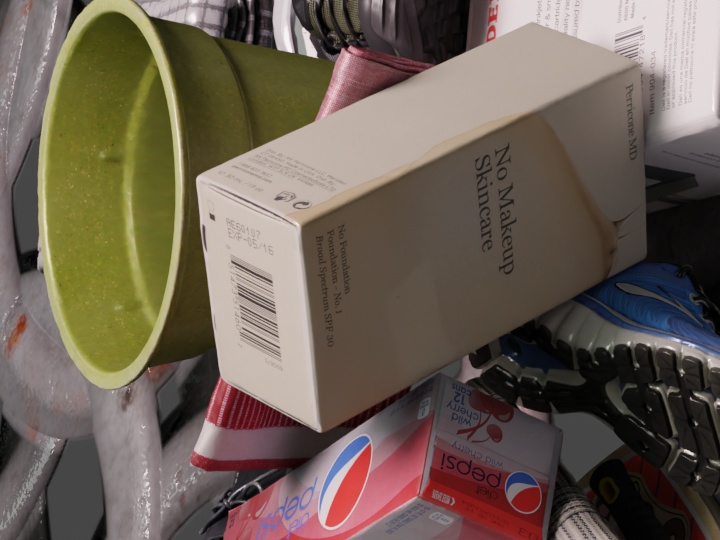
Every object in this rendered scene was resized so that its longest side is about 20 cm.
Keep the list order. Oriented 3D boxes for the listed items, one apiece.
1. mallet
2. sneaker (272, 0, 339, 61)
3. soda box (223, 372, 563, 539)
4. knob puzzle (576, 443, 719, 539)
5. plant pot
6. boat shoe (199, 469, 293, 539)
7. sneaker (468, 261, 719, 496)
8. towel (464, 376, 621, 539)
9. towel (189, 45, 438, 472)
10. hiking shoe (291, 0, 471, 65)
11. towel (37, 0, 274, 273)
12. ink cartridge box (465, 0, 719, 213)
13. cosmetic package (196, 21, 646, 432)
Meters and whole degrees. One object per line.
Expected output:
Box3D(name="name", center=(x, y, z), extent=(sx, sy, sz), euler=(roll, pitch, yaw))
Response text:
Box3D(name="mallet", center=(0.156, 0.147, 1.246), extent=(0.066, 0.041, 0.200), euler=(-49, 44, 27))
Box3D(name="sneaker", center=(0.011, -0.184, 1.586), extent=(0.114, 0.075, 0.201), euler=(-27, 54, 55))
Box3D(name="soda box", center=(0.007, 0.118, 1.293), extent=(0.200, 0.070, 0.064), euler=(-38, 34, 51))
Box3D(name="knob puzzle", center=(0.113, 0.174, 1.331), extent=(0.219, 0.030, 0.221), euler=(-29, 54, 51))
Box3D(name="plant pot", center=(-0.047, -0.042, 1.500), extent=(0.200, 0.189, 0.201), euler=(4, 95, 63))
Box3D(name="boat shoe", center=(-0.054, 0.142, 1.585), extent=(0.075, 0.062, 0.201), euler=(-25, 56, 54))
Box3D(name="sneaker", center=(0.141, 0.034, 1.285), extent=(0.200, 0.089, 0.079), euler=(26, 138, 38))
Box3D(name="towel", center=(0.037, 0.166, 1.300), extent=(0.201, 0.034, 0.193), euler=(-64, 24, 13))
Box3D(name="towel", center=(0.000, 0.000, 1.313), extent=(0.023, 0.144, 0.201), euler=(27, 101, 31))
Box3D(name="hiking shoe", center=(0.010, -0.127, 1.457), extent=(0.200, 0.100, 0.076), euler=(-17, -72, -78))
Box3D(name="towel", center=(-0.120, -0.080, 1.759), extent=(0.200, 0.085, 0.167), euler=(-14, 65, 58))
Box3D(name="ink cartridge box", center=(0.138, -0.111, 1.346), extent=(0.200, 0.084, 0.146), euler=(-15, 66, 56))
Box3D(name="cosmetic package", center=(0.030, -0.022, 1.243), extent=(0.073, 0.199, 0.104), euler=(26, 132, 44))
